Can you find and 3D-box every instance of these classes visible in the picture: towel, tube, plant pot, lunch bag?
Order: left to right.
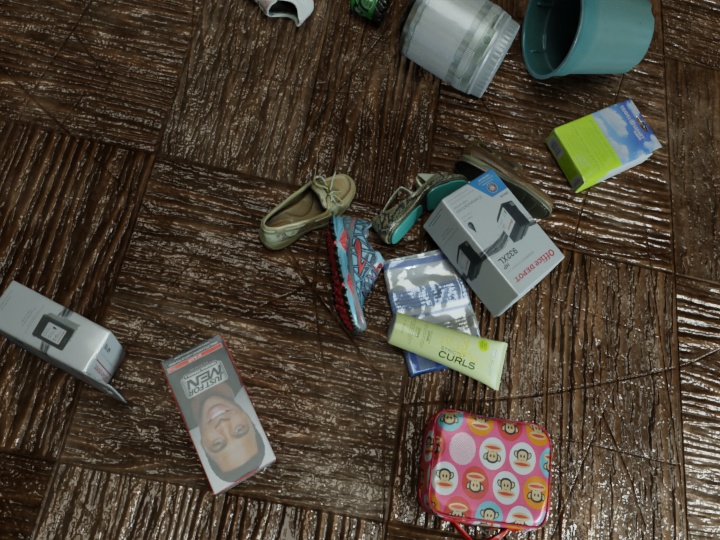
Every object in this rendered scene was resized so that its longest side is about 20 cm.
[{"bbox_3d":[0.123,0.064,1.038,0.142,0.024,0.206,-9,71,-12],"label":"towel"},{"bbox_3d":[0.139,0.121,0.986,0.194,0.059,0.052,21,23,-4],"label":"tube"},{"bbox_3d":[0.186,0.311,0.922,0.193,0.082,0.182,12,68,-5],"label":"lunch bag"},{"bbox_3d":[0.452,-0.476,1.216,0.189,0.201,0.207,-1,69,-17],"label":"plant pot"}]

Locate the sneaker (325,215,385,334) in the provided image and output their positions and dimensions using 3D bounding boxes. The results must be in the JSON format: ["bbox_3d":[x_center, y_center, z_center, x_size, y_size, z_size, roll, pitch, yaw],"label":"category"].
[{"bbox_3d":[0.000,0.000,1.012,0.092,0.080,0.206,-4,70,-13],"label":"sneaker"}]

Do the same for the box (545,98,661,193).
[{"bbox_3d":[0.471,-0.245,1.200,0.195,0.048,0.125,-23,75,-17],"label":"box"}]

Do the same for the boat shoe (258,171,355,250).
[{"bbox_3d":[-0.085,-0.107,1.046,0.198,0.063,0.074,-39,78,-21],"label":"boat shoe"}]

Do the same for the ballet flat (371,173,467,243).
[{"bbox_3d":[0.099,-0.127,1.089,0.198,0.069,0.075,-37,63,-18],"label":"ballet flat"}]

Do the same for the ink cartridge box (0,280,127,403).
[{"bbox_3d":[-0.412,0.106,0.883,0.196,0.116,0.068,27,66,1],"label":"ink cartridge box"}]

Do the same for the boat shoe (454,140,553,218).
[{"bbox_3d":[0.271,-0.172,1.126,0.197,0.072,0.069,33,68,4],"label":"boat shoe"}]

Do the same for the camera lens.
[{"bbox_3d":[0.180,-0.444,1.166,0.197,0.161,0.162,32,67,4],"label":"camera lens"}]

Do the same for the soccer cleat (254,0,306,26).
[{"bbox_3d":[-0.185,-0.539,1.194,0.195,0.069,0.087,23,63,-5],"label":"soccer cleat"}]

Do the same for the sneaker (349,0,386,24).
[{"bbox_3d":[0.033,-0.600,1.246,0.083,0.078,0.205,18,68,-1],"label":"sneaker"}]

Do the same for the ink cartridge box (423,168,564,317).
[{"bbox_3d":[0.226,-0.049,1.051,0.143,0.084,0.202,-30,76,-33],"label":"ink cartridge box"}]

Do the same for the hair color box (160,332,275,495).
[{"bbox_3d":[-0.208,0.209,0.907,0.099,0.061,0.204,-24,76,-18],"label":"hair color box"}]
